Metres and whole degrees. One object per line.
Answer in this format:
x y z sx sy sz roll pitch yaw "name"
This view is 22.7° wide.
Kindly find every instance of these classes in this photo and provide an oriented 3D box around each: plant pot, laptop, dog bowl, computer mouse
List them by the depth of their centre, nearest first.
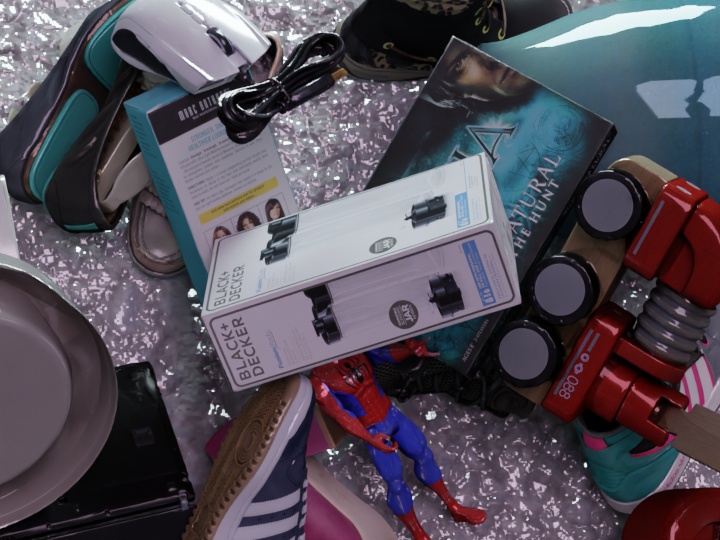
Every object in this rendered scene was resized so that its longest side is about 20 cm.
-0.255 0.074 1.127 0.198 0.202 0.059 -12 36 -17 "dog bowl"
-0.103 -0.152 1.198 0.109 0.044 0.199 -36 44 -27 "computer mouse"
-0.204 0.183 1.232 0.175 0.104 0.201 -11 49 -17 "laptop"
0.179 -0.107 1.332 0.186 0.200 0.202 -2 71 1 "plant pot"

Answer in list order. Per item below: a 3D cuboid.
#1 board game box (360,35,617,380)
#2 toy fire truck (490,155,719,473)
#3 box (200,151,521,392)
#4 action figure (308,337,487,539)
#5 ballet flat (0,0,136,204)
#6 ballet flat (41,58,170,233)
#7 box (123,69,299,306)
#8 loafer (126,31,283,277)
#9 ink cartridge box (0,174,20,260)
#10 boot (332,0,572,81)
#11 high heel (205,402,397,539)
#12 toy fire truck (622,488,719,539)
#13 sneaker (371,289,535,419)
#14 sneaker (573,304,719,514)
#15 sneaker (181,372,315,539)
0.070 -0.045 1.246 0.135 0.028 0.201 30 88 17 "board game box"
0.206 0.044 1.187 0.199 0.129 0.177 32 104 13 "toy fire truck"
0.000 0.000 1.173 0.198 0.117 0.061 -18 116 11 "box"
0.032 0.113 1.222 0.065 0.099 0.201 -44 112 -24 "action figure"
-0.208 -0.139 1.311 0.073 0.073 0.201 32 73 -1 "ballet flat"
-0.152 -0.110 1.283 0.068 0.068 0.201 17 74 38 "ballet flat"
-0.090 -0.040 1.259 0.082 0.049 0.202 -28 114 -21 "box"
-0.113 -0.091 1.318 0.071 0.063 0.201 27 67 -2 "loafer"
-0.327 0.012 1.186 0.198 0.145 0.088 -13 75 -18 "ink cartridge box"
0.087 -0.204 1.357 0.198 0.151 0.074 -4 72 -15 "boot"
-0.033 0.189 1.257 0.095 0.067 0.202 -23 95 18 "high heel"
0.196 0.235 1.249 0.198 0.129 0.178 13 78 -18 "toy fire truck"
0.061 0.071 1.298 0.198 0.076 0.115 -27 73 -26 "sneaker"
0.212 0.064 1.310 0.083 0.121 0.201 10 62 36 "sneaker"
-0.052 0.172 1.194 0.108 0.070 0.202 24 93 -22 "sneaker"
